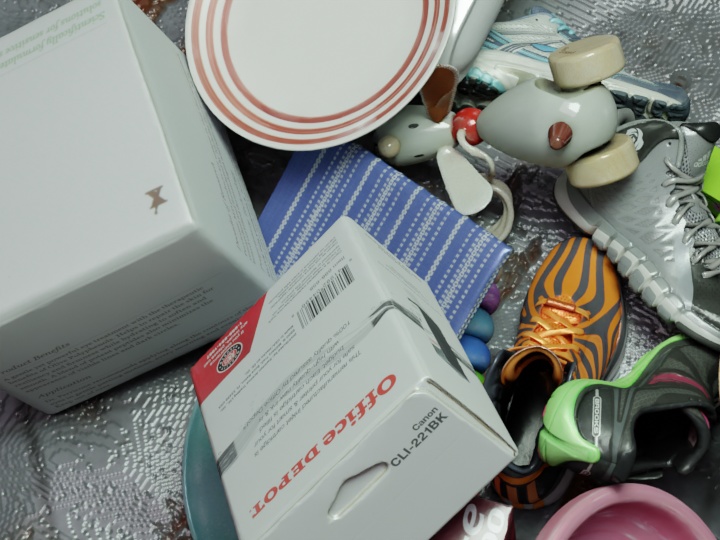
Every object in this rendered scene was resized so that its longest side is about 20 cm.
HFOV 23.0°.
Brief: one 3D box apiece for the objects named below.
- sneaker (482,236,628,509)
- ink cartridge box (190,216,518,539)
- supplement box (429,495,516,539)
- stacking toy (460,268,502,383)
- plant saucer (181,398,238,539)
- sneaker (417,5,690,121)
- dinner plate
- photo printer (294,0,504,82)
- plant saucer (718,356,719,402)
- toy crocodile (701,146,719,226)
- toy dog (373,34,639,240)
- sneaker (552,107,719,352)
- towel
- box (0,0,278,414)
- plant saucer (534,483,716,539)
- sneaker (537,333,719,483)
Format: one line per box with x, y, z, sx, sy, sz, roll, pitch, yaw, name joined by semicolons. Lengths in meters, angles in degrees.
0.132;0.054;1.177;0.078;0.112;0.200;9;68;14;sneaker
-0.010;0.081;1.028;0.144;0.084;0.200;-45;28;11;ink cartridge box
0.056;0.211;1.074;0.061;0.200;0.109;13;70;12;supplement box
0.053;0.084;1.196;0.085;0.085;0.200;0;71;6;stacking toy
-0.033;0.129;1.167;0.200;0.036;0.200;-7;78;37;plant saucer
0.144;-0.151;1.284;0.200;0.078;0.086;13;66;11;sneaker
-0.027;-0.175;1.211;0.200;0.024;0.200;-6;73;21;dinner plate
0.036;-0.235;1.260;0.166;0.069;0.200;24;85;20;photo printer
0.314;0.081;1.140;0.200;0.035;0.200;3;78;-16;plant saucer
0.312;-0.026;1.229;0.200;0.062;0.068;29;73;21;toy crocodile
0.092;-0.088;1.187;0.200;0.096;0.132;-30;93;36;toy dog
0.222;-0.039;1.192;0.200;0.075;0.116;46;119;29;sneaker
0.000;0.000;1.204;0.200;0.024;0.145;36;103;36;towel
-0.191;-0.043;1.200;0.199;0.171;0.200;-25;66;10;box
0.158;0.233;1.088;0.051;0.200;0.201;-14;57;49;plant saucer
0.196;0.098;1.136;0.084;0.077;0.200;29;32;34;sneaker
